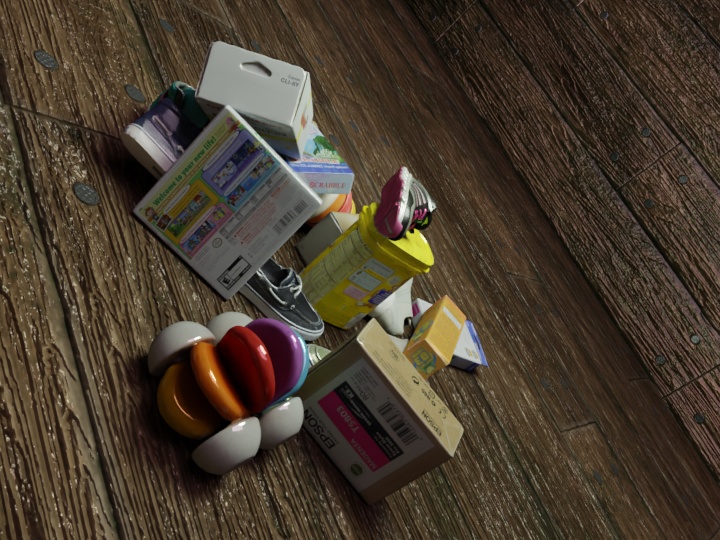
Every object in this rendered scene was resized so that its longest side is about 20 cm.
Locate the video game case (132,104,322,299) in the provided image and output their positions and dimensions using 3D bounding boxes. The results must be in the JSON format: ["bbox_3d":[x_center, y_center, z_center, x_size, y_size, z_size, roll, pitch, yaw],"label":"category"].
[{"bbox_3d":[-0.183,-0.089,0.918,0.182,0.200,0.022,44,13,-13],"label":"video game case"}]

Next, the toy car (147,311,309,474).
[{"bbox_3d":[-0.135,0.120,0.781,0.177,0.150,0.199,57,26,13],"label":"toy car"}]

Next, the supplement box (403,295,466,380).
[{"bbox_3d":[0.141,0.123,1.244,0.069,0.066,0.200,47,27,-6],"label":"supplement box"}]

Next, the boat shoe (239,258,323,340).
[{"bbox_3d":[-0.121,0.028,1.016,0.200,0.068,0.072,43,27,-17],"label":"boat shoe"}]

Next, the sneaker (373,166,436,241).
[{"bbox_3d":[0.076,-0.092,1.022,0.087,0.074,0.201,37,24,-12],"label":"sneaker"}]

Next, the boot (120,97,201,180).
[{"bbox_3d":[-0.243,-0.149,0.964,0.201,0.072,0.091,51,61,-21],"label":"boot"}]

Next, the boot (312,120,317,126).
[{"bbox_3d":[-0.140,-0.251,1.372,0.164,0.072,0.202,5,52,-41],"label":"boot"}]

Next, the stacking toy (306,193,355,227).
[{"bbox_3d":[-0.054,-0.117,1.278,0.200,0.144,0.148,46,21,-49],"label":"stacking toy"}]

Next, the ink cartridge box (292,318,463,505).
[{"bbox_3d":[0.015,0.196,0.912,0.201,0.164,0.075,49,28,-1],"label":"ink cartridge box"}]

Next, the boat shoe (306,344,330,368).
[{"bbox_3d":[-0.009,0.170,1.022,0.199,0.062,0.073,40,28,-21],"label":"boat shoe"}]

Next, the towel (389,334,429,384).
[{"bbox_3d":[0.079,0.198,1.162,0.131,0.034,0.202,22,39,-44],"label":"towel"}]

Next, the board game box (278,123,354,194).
[{"bbox_3d":[-0.137,-0.197,1.132,0.197,0.042,0.200,-3,37,-29],"label":"board game box"}]

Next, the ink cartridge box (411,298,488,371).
[{"bbox_3d":[0.187,0.141,1.404,0.198,0.042,0.121,22,40,-41],"label":"ink cartridge box"}]

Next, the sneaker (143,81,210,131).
[{"bbox_3d":[-0.266,-0.216,1.032,0.083,0.120,0.202,14,45,-50],"label":"sneaker"}]

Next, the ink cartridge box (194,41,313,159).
[{"bbox_3d":[-0.150,-0.243,0.985,0.142,0.085,0.200,16,-4,-1],"label":"ink cartridge box"}]

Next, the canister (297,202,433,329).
[{"bbox_3d":[0.000,0.000,1.097,0.147,0.199,0.088,28,33,-38],"label":"canister"}]

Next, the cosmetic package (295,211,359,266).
[{"bbox_3d":[-0.018,-0.048,1.242,0.199,0.105,0.072,-5,59,-58],"label":"cosmetic package"}]

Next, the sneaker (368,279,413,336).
[{"bbox_3d":[0.070,0.060,1.297,0.093,0.075,0.200,54,33,-11],"label":"sneaker"}]
